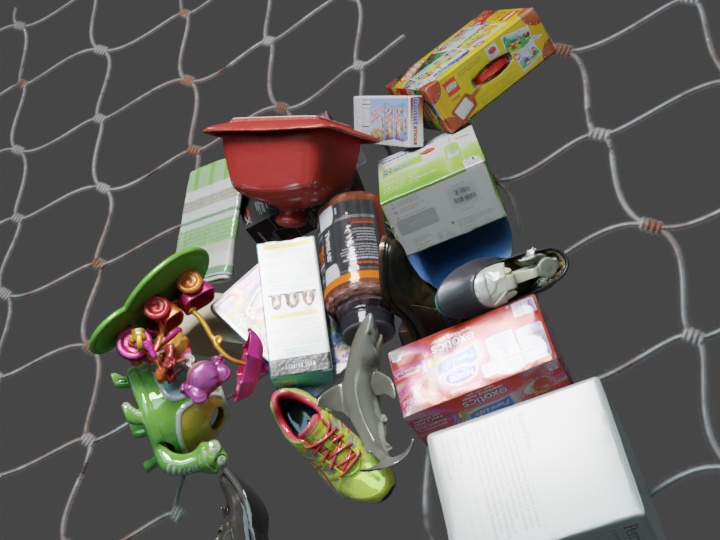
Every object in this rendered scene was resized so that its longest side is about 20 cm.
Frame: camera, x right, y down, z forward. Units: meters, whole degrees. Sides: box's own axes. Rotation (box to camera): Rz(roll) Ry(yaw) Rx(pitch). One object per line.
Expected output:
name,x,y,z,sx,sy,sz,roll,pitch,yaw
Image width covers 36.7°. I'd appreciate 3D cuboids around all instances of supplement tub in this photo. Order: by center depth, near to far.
supplement tub,0.000,0.000,1.444,0.107,0.107,0.200,-17,55,15

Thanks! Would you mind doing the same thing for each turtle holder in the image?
turtle holder,-0.244,0.188,1.445,0.132,0.141,0.185,-20,15,-14

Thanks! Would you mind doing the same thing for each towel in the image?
towel,-0.222,-0.071,1.635,0.149,0.031,0.200,-11,65,46

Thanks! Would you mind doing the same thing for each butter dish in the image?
butter dish,-0.094,-0.133,1.503,0.200,0.199,0.148,2,90,22

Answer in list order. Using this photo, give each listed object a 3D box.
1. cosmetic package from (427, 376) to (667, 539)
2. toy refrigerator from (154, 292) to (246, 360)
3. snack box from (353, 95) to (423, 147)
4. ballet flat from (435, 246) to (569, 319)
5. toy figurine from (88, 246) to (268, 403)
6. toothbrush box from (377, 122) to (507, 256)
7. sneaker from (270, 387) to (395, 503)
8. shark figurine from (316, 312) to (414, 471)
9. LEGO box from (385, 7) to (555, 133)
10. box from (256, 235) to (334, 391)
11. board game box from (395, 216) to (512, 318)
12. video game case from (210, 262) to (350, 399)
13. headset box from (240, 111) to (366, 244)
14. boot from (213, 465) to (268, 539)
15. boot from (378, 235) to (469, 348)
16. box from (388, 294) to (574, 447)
cosmetic package,0.202,0.247,1.165,0.200,0.167,0.166,-22,50,13
toy refrigerator,-0.215,0.079,1.557,0.200,0.070,0.076,5,60,24
snack box,0.038,-0.219,1.584,0.024,0.072,0.200,-4,10,-23
ballet flat,0.183,0.010,1.342,0.200,0.073,0.073,-15,39,-34
toy figurine,-0.213,0.099,1.393,0.184,0.150,0.200,43,63,16
toothbrush box,0.105,-0.112,1.459,0.145,0.086,0.200,-22,19,9
sneaker,-0.043,0.216,1.345,0.200,0.090,0.078,36,82,22
shark figurine,-0.005,0.173,1.321,0.089,0.128,0.215,2,50,-15
LEGO box,0.157,-0.291,1.573,0.200,0.077,0.149,-39,22,-11
box,-0.087,0.055,1.445,0.082,0.049,0.200,-8,63,0
board game box,0.120,-0.005,1.469,0.200,0.039,0.158,-13,54,28
video game case,-0.086,0.068,1.477,0.200,0.018,0.143,41,70,20
headset box,-0.087,-0.138,1.640,0.200,0.075,0.149,-28,50,8
boot,-0.191,0.360,1.351,0.174,0.069,0.200,-32,51,3
boot,0.087,0.031,1.358,0.097,0.200,0.075,-1,46,22
box,0.147,0.125,1.325,0.200,0.095,0.100,-23,50,12
